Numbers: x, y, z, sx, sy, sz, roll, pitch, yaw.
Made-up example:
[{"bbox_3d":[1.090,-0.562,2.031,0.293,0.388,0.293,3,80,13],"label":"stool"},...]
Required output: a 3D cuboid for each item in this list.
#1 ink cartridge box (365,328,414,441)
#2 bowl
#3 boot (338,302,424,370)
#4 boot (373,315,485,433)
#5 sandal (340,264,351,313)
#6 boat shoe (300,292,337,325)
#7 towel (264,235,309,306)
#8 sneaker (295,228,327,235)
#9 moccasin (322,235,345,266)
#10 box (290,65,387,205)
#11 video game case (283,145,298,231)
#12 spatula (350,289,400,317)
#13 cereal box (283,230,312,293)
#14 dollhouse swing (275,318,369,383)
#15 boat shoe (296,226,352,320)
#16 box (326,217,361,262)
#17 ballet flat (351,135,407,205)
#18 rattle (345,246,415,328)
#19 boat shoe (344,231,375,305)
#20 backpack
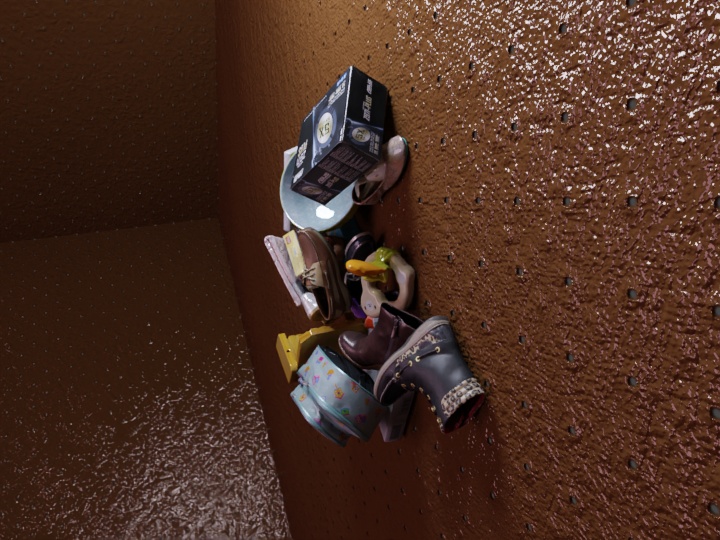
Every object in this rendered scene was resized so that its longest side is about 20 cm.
[{"bbox_3d":[0.054,0.233,1.148,0.203,0.048,0.166,-108,20,-47],"label":"ink cartridge box"},{"bbox_3d":[-0.069,-0.175,1.180,0.107,0.195,0.207,21,-129,-65],"label":"bowl"},{"bbox_3d":[0.040,0.121,1.008,0.196,0.072,0.170,26,135,28],"label":"boot"},{"bbox_3d":[0.109,0.195,0.875,0.201,0.072,0.152,-52,48,24],"label":"boot"},{"bbox_3d":[-0.056,0.003,1.336,0.070,0.077,0.214,-48,53,21],"label":"sandal"},{"bbox_3d":[-0.089,0.083,1.311,0.070,0.071,0.200,50,-175,17],"label":"boat shoe"},{"bbox_3d":[-0.173,0.001,1.395,0.195,0.032,0.200,63,-175,4],"label":"towel"},{"bbox_3d":[-0.092,-0.080,1.398,0.199,0.075,0.089,29,154,56],"label":"sneaker"},{"bbox_3d":[-0.088,-0.051,1.209,0.201,0.075,0.076,-147,63,-61],"label":"moccasin"},{"bbox_3d":[-0.044,-0.246,1.006,0.198,0.084,0.169,-27,50,52],"label":"box"},{"bbox_3d":[-0.133,-0.215,1.301,0.200,0.021,0.188,-48,-34,-59],"label":"video game case"},{"bbox_3d":[0.025,0.065,1.121,0.057,0.021,0.198,54,144,-9],"label":"spatula"},{"bbox_3d":[-0.130,0.007,1.406,0.201,0.039,0.146,56,-172,-50],"label":"cereal box"},{"bbox_3d":[-0.088,0.146,1.258,0.183,0.193,0.181,-124,32,-48],"label":"dollhouse swing"},{"bbox_3d":[-0.084,0.011,1.122,0.075,0.073,0.205,-7,113,51],"label":"boat shoe"},{"bbox_3d":[-0.055,-0.120,1.278,0.084,0.048,0.203,105,149,-46],"label":"box"},{"bbox_3d":[0.028,-0.178,1.008,0.201,0.065,0.070,124,130,-61],"label":"ballet flat"},{"bbox_3d":[0.017,0.065,1.010,0.129,0.143,0.203,34,126,10],"label":"rattle"},{"bbox_3d":[0.000,0.000,1.143,0.203,0.072,0.063,106,149,-51],"label":"boat shoe"},{"bbox_3d":[-0.041,0.259,1.086,0.175,0.155,0.199,43,165,-21],"label":"backpack"}]
